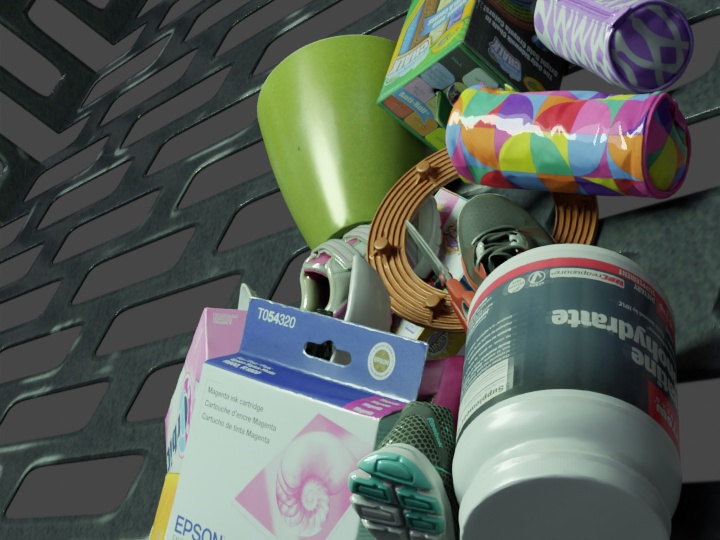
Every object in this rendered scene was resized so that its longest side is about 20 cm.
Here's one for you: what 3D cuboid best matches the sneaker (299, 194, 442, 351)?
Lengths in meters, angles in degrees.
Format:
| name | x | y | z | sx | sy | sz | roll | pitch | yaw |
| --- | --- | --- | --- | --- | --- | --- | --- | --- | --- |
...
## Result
| name | x | y | z | sx | sy | sz | roll | pitch | yaw |
| --- | --- | --- | --- | --- | --- | --- | --- | --- | --- |
| sneaker | 0.000 | 0.000 | 1.319 | 0.081 | 0.088 | 0.201 | -12 | 46 | 58 |

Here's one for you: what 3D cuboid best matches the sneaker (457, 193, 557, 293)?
| name | x | y | z | sx | sy | sz | roll | pitch | yaw |
| --- | --- | --- | --- | --- | --- | --- | --- | --- | --- |
| sneaker | 0.117 | -0.002 | 1.147 | 0.077 | 0.082 | 0.201 | -27 | 45 | 4 |

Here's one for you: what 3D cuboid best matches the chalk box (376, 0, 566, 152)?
| name | x | y | z | sx | sy | sz | roll | pitch | yaw |
| --- | --- | --- | --- | --- | --- | --- | --- | --- | --- |
| chalk box | 0.107 | -0.184 | 1.442 | 0.124 | 0.125 | 0.201 | -30 | 30 | 44 |

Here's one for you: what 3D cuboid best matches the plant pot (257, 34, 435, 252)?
| name | x | y | z | sx | sy | sz | roll | pitch | yaw |
| --- | --- | --- | --- | --- | --- | --- | --- | --- | --- |
| plant pot | -0.002 | -0.092 | 1.488 | 0.187 | 0.186 | 0.201 | -39 | 41 | 31 |

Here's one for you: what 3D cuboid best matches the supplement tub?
| name | x | y | z | sx | sy | sz | roll | pitch | yaw |
| --- | --- | --- | --- | --- | --- | --- | --- | --- | --- |
| supplement tub | 0.130 | 0.094 | 0.961 | 0.140 | 0.140 | 0.201 | -37 | 27 | 34 |

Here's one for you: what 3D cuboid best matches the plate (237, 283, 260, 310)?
| name | x | y | z | sx | sy | sz | roll | pitch | yaw |
| --- | --- | --- | --- | --- | --- | --- | --- | --- | --- |
| plate | -0.089 | 0.136 | 1.388 | 0.200 | 0.032 | 0.201 | -130 | 48 | -67 |

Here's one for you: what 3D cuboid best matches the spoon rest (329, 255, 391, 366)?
| name | x | y | z | sx | sy | sz | roll | pitch | yaw |
| --- | --- | --- | --- | --- | --- | --- | --- | --- | --- |
| spoon rest | -0.008 | 0.080 | 1.154 | 0.100 | 0.060 | 0.201 | 99 | 172 | -55 |

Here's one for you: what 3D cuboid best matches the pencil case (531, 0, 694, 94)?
| name | x | y | z | sx | sy | sz | roll | pitch | yaw |
| --- | --- | --- | --- | --- | --- | --- | --- | --- | --- |
| pencil case | 0.214 | -0.211 | 1.321 | 0.084 | 0.086 | 0.200 | -42 | 24 | 0 |

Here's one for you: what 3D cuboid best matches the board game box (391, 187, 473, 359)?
| name | x | y | z | sx | sy | sz | roll | pitch | yaw |
| --- | --- | --- | --- | --- | --- | --- | --- | --- | --- |
| board game box | 0.054 | 0.030 | 1.342 | 0.201 | 0.040 | 0.153 | -54 | 22 | -1 |

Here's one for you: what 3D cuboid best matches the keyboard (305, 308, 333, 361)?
| name | x | y | z | sx | sy | sz | roll | pitch | yaw |
| --- | --- | --- | --- | --- | --- | --- | --- | --- | --- |
| keyboard | -0.031 | 0.127 | 1.238 | 0.127 | 0.020 | 0.202 | -75 | -11 | -65 |

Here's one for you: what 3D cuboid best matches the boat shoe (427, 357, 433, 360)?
| name | x | y | z | sx | sy | sz | roll | pitch | yaw |
| --- | --- | --- | --- | --- | --- | --- | --- | --- | --- |
| boat shoe | 0.008 | 0.160 | 1.210 | 0.068 | 0.071 | 0.201 | -7 | 57 | 59 |

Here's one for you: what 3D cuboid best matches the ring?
| name | x | y | z | sx | sy | sz | roll | pitch | yaw |
| --- | --- | --- | --- | --- | --- | --- | --- | --- | --- |
| ring | 0.096 | -0.037 | 1.253 | 0.199 | 0.019 | 0.202 | -13 | 50 | 16 |

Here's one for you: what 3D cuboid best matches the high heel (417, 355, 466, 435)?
| name | x | y | z | sx | sy | sz | roll | pitch | yaw |
| --- | --- | --- | --- | --- | --- | --- | --- | --- | --- |
| high heel | 0.067 | 0.156 | 1.139 | 0.068 | 0.095 | 0.201 | 99 | 172 | -55 |

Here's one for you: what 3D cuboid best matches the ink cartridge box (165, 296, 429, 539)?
| name | x | y | z | sx | sy | sz | roll | pitch | yaw |
| --- | --- | --- | --- | --- | --- | --- | --- | --- | --- |
| ink cartridge box | -0.051 | 0.130 | 1.096 | 0.195 | 0.043 | 0.202 | 12 | 92 | 45 |

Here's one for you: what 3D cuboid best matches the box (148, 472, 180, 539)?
| name | x | y | z | sx | sy | sz | roll | pitch | yaw |
| --- | --- | --- | --- | --- | --- | --- | --- | --- | --- |
| box | -0.083 | 0.218 | 1.167 | 0.199 | 0.041 | 0.120 | -3 | 64 | 38 |

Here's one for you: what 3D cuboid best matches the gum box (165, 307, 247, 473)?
| name | x | y | z | sx | sy | sz | roll | pitch | yaw |
| --- | --- | --- | --- | --- | --- | --- | --- | --- | --- |
| gum box | -0.122 | 0.136 | 1.326 | 0.201 | 0.066 | 0.114 | 115 | 154 | -51 |

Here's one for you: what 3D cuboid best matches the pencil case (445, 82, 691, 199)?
| name | x | y | z | sx | sy | sz | roll | pitch | yaw |
| --- | --- | --- | --- | --- | --- | --- | --- | --- | --- |
| pencil case | 0.159 | -0.105 | 1.194 | 0.199 | 0.088 | 0.089 | 11 | 63 | 39 |

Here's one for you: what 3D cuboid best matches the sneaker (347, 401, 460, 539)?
| name | x | y | z | sx | sy | sz | roll | pitch | yaw |
| --- | --- | --- | --- | --- | --- | --- | --- | --- | --- |
| sneaker | 0.047 | 0.169 | 1.004 | 0.077 | 0.201 | 0.091 | 9 | 41 | 18 |

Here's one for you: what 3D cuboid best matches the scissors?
| name | x | y | z | sx | sy | sz | roll | pitch | yaw |
| --- | --- | --- | --- | --- | --- | --- | --- | --- | --- |
| scissors | 0.071 | 0.008 | 1.172 | 0.014 | 0.073 | 0.201 | -20 | 51 | -6 |
